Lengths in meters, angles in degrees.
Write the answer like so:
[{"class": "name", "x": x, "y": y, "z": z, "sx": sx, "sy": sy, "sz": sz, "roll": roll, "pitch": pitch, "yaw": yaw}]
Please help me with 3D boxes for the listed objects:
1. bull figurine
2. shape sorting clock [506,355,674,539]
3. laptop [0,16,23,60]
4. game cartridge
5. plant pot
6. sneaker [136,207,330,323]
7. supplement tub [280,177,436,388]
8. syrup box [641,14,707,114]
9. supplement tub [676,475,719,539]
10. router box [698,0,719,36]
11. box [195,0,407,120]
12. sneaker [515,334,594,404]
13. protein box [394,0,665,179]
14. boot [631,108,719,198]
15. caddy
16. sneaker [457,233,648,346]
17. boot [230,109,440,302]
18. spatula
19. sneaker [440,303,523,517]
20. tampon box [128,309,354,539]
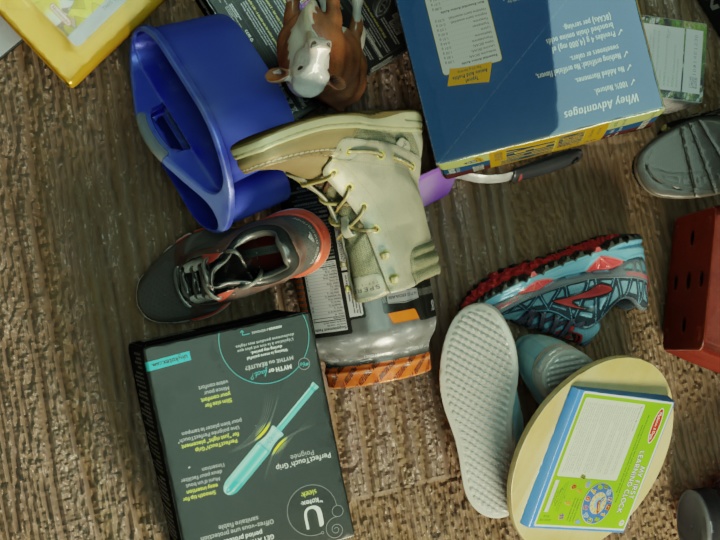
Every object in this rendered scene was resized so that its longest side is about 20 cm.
[{"class": "bull figurine", "x": -0.033, "y": -0.194, "z": 1.212, "sx": 0.065, "sy": 0.200, "sz": 0.122, "roll": 4, "pitch": 87, "yaw": 8}, {"class": "shape sorting clock", "x": 0.212, "y": 0.170, "z": 1.314, "sx": 0.200, "sy": 0.039, "sz": 0.200, "roll": -13, "pitch": 116, "yaw": -28}, {"class": "laptop", "x": -0.324, "y": -0.307, "z": 1.218, "sx": 0.187, "sy": 0.116, "sz": 0.200, "roll": -42, "pitch": 98, "yaw": -11}, {"class": "game cartridge", "x": -0.238, "y": -0.288, "z": 1.226, "sx": 0.200, "sy": 0.032, "sz": 0.176, "roll": -45, "pitch": 110, "yaw": -7}, {"class": "plant pot", "x": 0.396, "y": 0.021, "z": 1.364, "sx": 0.176, "sy": 0.200, "sz": 0.200, "roll": 6, "pitch": 87, "yaw": -3}, {"class": "sneaker", "x": -0.126, "y": -0.002, "z": 1.235, "sx": 0.200, "sy": 0.082, "sz": 0.077, "roll": -23, "pitch": 93, "yaw": 27}, {"class": "supplement tub", "x": 0.000, "y": 0.000, "z": 1.289, "sx": 0.122, "sy": 0.123, "sz": 0.200, "roll": -11, "pitch": 92, "yaw": -14}, {"class": "syrup box", "x": 0.224, "y": -0.204, "z": 1.373, "sx": 0.200, "sy": 0.081, "sz": 0.079, "roll": 5, "pitch": 87, "yaw": -12}, {"class": "supplement tub", "x": 0.415, "y": 0.243, "z": 1.397, "sx": 0.200, "sy": 0.107, "sz": 0.107, "roll": -2, "pitch": 89, "yaw": -15}, {"class": "router box", "x": 0.378, "y": -0.354, "z": 1.431, "sx": 0.149, "sy": 0.051, "sz": 0.200, "roll": -36, "pitch": 97, "yaw": -11}, {"class": "box", "x": -0.061, "y": -0.255, "z": 1.321, "sx": 0.160, "sy": 0.044, "sz": 0.200, "roll": -34, "pitch": 97, "yaw": -13}, {"class": "sneaker", "x": 0.215, "y": 0.125, "z": 1.371, "sx": 0.074, "sy": 0.082, "sz": 0.200, "roll": -41, "pitch": 123, "yaw": -5}, {"class": "protein box", "x": 0.140, "y": -0.204, "z": 1.245, "sx": 0.198, "sy": 0.135, "sz": 0.200, "roll": -14, "pitch": 88, "yaw": 6}, {"class": "boot", "x": 0.324, "y": -0.115, "z": 1.361, "sx": 0.200, "sy": 0.151, "sz": 0.073, "roll": -24, "pitch": 95, "yaw": -15}, {"class": "caddy", "x": -0.138, "y": -0.127, "z": 1.229, "sx": 0.105, "sy": 0.141, "sz": 0.200, "roll": -21, "pitch": 60, "yaw": -23}, {"class": "sneaker", "x": 0.192, "y": 0.032, "z": 1.361, "sx": 0.200, "sy": 0.079, "sz": 0.096, "roll": -18, "pitch": 95, "yaw": -14}, {"class": "boot", "x": -0.012, "y": -0.050, "z": 1.163, "sx": 0.200, "sy": 0.072, "sz": 0.155, "roll": -11, "pitch": 93, "yaw": -46}, {"class": "spatula", "x": 0.128, "y": -0.091, "z": 1.367, "sx": 0.200, "sy": 0.057, "sz": 0.021, "roll": -12, "pitch": 56, "yaw": -21}, {"class": "sneaker", "x": 0.114, "y": 0.123, "z": 1.328, "sx": 0.074, "sy": 0.082, "sz": 0.200, "roll": -2, "pitch": 101, "yaw": 6}, {"class": "tampon box", "x": -0.107, "y": 0.147, "z": 1.255, "sx": 0.150, "sy": 0.126, "sz": 0.200, "roll": -12, "pitch": 92, "yaw": -14}]
